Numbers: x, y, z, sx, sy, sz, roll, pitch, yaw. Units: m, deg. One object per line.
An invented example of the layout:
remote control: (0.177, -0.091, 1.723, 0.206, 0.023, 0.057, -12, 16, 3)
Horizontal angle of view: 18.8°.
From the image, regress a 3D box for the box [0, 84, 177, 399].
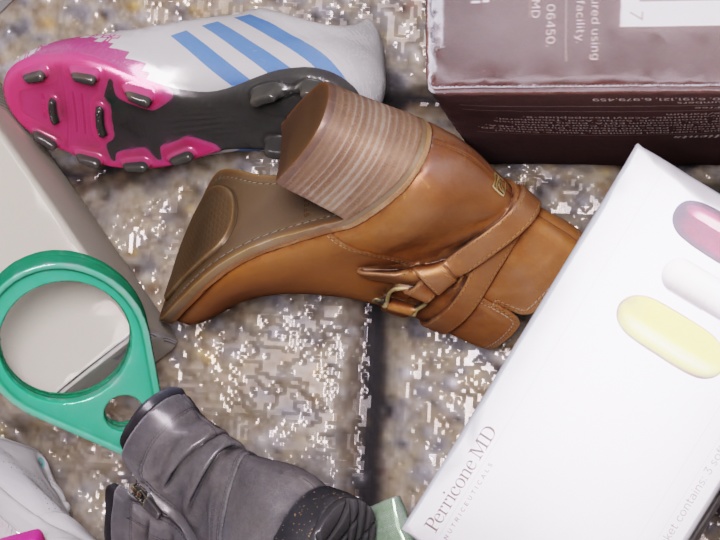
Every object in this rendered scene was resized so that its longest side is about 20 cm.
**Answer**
box: (-0.182, -0.026, 1.111, 0.068, 0.082, 0.201, -36, 78, 5)

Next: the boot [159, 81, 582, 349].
boot: (0.000, 0.000, 1.070, 0.154, 0.200, 0.074, 27, 53, -21)

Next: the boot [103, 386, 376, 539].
boot: (-0.067, 0.163, 1.030, 0.131, 0.070, 0.201, 26, 113, 32)

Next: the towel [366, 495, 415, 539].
towel: (0.016, 0.218, 1.027, 0.023, 0.152, 0.201, -13, 79, -31)

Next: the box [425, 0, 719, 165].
box: (0.123, -0.143, 0.996, 0.163, 0.200, 0.167, 0, 83, 9)

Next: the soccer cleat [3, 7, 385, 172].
soccer cleat: (-0.080, -0.096, 1.107, 0.198, 0.087, 0.070, 4, 130, 16)

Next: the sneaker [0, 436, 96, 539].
sneaker: (-0.164, 0.132, 1.099, 0.200, 0.089, 0.075, 44, 111, -11)

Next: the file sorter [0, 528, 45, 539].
file sorter: (-0.193, 0.253, 1.026, 0.138, 0.126, 0.201, -16, 107, 9)

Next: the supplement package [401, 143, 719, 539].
supplement package: (0.127, 0.063, 1.000, 0.110, 0.156, 0.201, 31, 92, 13)

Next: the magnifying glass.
magnifying glass: (-0.111, 0.074, 1.059, 0.079, 0.022, 0.200, -34, 117, 4)

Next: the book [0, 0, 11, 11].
book: (-0.176, -0.202, 1.099, 0.200, 0.134, 0.048, -46, 78, 4)
